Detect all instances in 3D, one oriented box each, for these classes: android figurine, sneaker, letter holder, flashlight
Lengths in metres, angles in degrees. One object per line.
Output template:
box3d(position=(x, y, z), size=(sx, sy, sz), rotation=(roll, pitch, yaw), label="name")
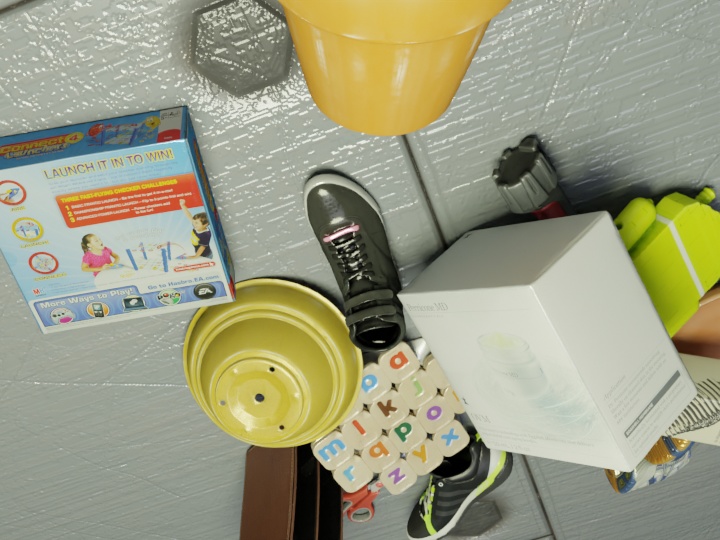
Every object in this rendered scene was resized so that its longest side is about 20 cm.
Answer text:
box3d(position=(0.308, 0.002, 0.941), size=(0.200, 0.041, 0.182), rotation=(-47, 128, -6), label="android figurine")
box3d(position=(0.390, 0.219, 1.166), size=(0.087, 0.076, 0.200), rotation=(-6, 150, -19), label="sneaker")
box3d(position=(-0.069, 0.286, 1.054), size=(0.100, 0.201, 0.142), rotation=(18, 139, -22), label="letter holder")
box3d(position=(0.110, 0.273, 1.181), size=(0.083, 0.072, 0.200), rotation=(30, 114, -24), label="sneaker")
box3d(position=(0.000, 0.000, 0.901), size=(0.070, 0.100, 0.201), rotation=(-18, 130, 10), label="sneaker")
box3d(position=(0.196, -0.037, 0.919), size=(0.068, 0.068, 0.200), rotation=(-29, 130, 17), label="flashlight")

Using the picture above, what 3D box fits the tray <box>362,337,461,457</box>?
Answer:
box3d(position=(0.060, 0.165, 1.104), size=(0.107, 0.022, 0.201), rotation=(-17, 131, 5), label="tray")

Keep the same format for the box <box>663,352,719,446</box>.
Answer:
box3d(position=(0.326, 0.137, 1.046), size=(0.198, 0.069, 0.083), rotation=(7, 133, 12), label="box")

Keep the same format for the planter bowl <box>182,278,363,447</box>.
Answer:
box3d(position=(-0.099, 0.117, 0.950), size=(0.199, 0.084, 0.202), rotation=(1, 109, 4), label="planter bowl")

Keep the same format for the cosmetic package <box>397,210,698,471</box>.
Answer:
box3d(position=(0.172, 0.066, 0.863), size=(0.123, 0.199, 0.201), rotation=(-38, 105, -28), label="cosmetic package")

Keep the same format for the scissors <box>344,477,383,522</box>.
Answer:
box3d(position=(0.013, 0.285, 1.192), size=(0.073, 0.014, 0.200), rotation=(14, 135, -19), label="scissors")

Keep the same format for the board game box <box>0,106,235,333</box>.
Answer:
box3d(position=(-0.236, -0.042, 0.858), size=(0.198, 0.056, 0.197), rotation=(-9, 131, 0), label="board game box")

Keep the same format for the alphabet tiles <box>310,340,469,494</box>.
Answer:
box3d(position=(0.043, 0.175, 1.059), size=(0.199, 0.015, 0.196), rotation=(-36, 126, 0), label="alphabet tiles")

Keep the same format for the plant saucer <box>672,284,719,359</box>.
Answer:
box3d(position=(0.434, 0.083, 1.077), size=(0.198, 0.038, 0.201), rotation=(-4, 131, -4), label="plant saucer")

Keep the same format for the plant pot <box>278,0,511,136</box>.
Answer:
box3d(position=(0.021, -0.207, 0.677), size=(0.198, 0.201, 0.184), rotation=(-4, 147, -5), label="plant pot")
